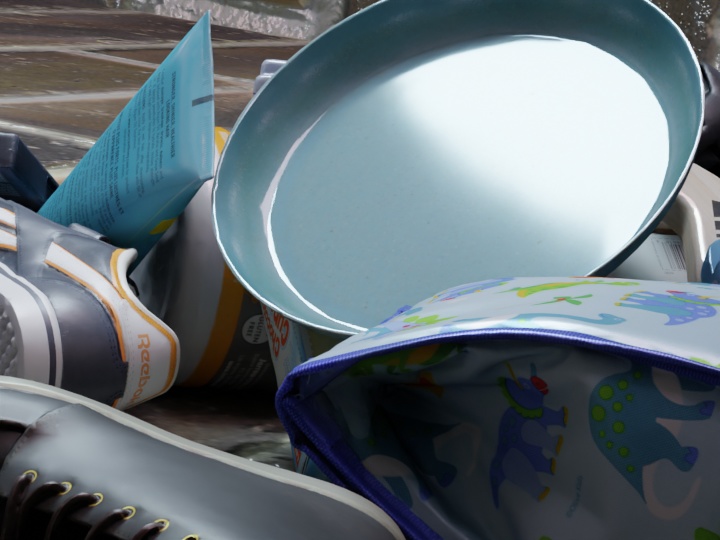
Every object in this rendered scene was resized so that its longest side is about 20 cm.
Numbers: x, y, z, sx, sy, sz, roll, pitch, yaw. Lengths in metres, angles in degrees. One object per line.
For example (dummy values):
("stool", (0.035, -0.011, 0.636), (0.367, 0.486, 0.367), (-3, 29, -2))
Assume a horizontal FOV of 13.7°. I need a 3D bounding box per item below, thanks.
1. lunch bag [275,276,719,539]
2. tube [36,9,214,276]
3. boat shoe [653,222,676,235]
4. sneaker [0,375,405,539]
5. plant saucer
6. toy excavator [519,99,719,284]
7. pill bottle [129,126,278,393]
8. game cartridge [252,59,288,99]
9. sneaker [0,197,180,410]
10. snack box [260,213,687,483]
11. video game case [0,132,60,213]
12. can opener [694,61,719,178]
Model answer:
("lunch bag", (0.087, 0.059, 0.970), (0.199, 0.128, 0.170), (20, 11, 14))
("tube", (-0.105, -0.029, 1.274), (0.050, 0.078, 0.200), (6, -28, -26))
("boat shoe", (0.151, -0.033, 1.484), (0.072, 0.065, 0.200), (9, -2, 4))
("sneaker", (-0.082, 0.078, 0.848), (0.199, 0.075, 0.106), (9, 5, 1))
("plant saucer", (0.039, -0.041, 1.169), (0.199, 0.027, 0.201), (-12, 44, 12))
("toy excavator", (0.156, 0.010, 1.177), (0.194, 0.100, 0.200), (9, 35, -10))
("pill bottle", (0.000, 0.000, 1.331), (0.199, 0.117, 0.116), (4, 9, -21))
("game cartridge", (0.028, -0.076, 1.413), (0.133, 0.041, 0.200), (1, 2, 7))
("sneaker", (-0.141, 0.014, 1.241), (0.079, 0.079, 0.200), (-1, 22, -28))
("snack box", (0.064, 0.034, 1.203), (0.199, 0.037, 0.116), (3, 45, -17))
("video game case", (-0.201, -0.029, 1.380), (0.142, 0.019, 0.200), (4, -14, 10))
("can opener", (0.125, -0.049, 1.330), (0.063, 0.079, 0.200), (-25, 8, -14))
